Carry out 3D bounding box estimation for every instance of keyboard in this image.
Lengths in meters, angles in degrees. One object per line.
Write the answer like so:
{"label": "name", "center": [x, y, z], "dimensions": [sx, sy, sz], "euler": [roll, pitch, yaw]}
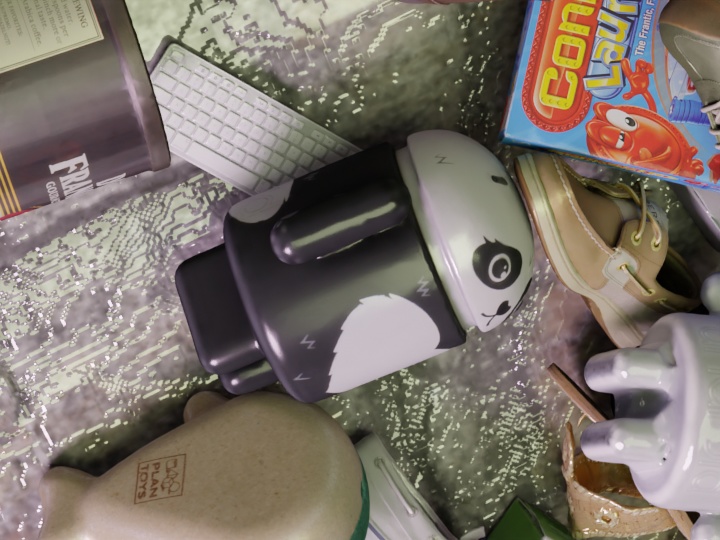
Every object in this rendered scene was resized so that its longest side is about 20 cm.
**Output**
{"label": "keyboard", "center": [-0.040, -0.062, 1.256], "dimensions": [0.199, 0.011, 0.056], "euler": [29, 100, -22]}

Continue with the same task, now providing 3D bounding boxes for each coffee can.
{"label": "coffee can", "center": [-0.215, -0.092, 1.123], "dimensions": [0.199, 0.146, 0.147], "euler": [-19, 113, -7]}

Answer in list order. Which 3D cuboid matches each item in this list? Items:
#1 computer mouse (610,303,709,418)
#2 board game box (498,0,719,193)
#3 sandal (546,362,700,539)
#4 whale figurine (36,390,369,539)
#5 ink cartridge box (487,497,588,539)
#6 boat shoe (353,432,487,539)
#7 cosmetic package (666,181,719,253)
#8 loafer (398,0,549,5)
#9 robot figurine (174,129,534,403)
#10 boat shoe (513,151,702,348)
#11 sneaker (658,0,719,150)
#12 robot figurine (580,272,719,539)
{"label": "computer mouse", "center": [0.225, 0.019, 1.353], "dimensions": [0.200, 0.034, 0.059], "euler": [-47, 123, -3]}
{"label": "board game box", "center": [0.193, -0.148, 1.208], "dimensions": [0.195, 0.056, 0.201], "euler": [12, 91, 0]}
{"label": "sandal", "center": [0.164, 0.149, 1.356], "dimensions": [0.070, 0.078, 0.212], "euler": [-44, 121, 5]}
{"label": "whale figurine", "center": [-0.090, 0.147, 1.259], "dimensions": [0.199, 0.160, 0.104], "euler": [-10, 140, 13]}
{"label": "ink cartridge box", "center": [0.089, 0.257, 1.382], "dimensions": [0.104, 0.059, 0.200], "euler": [32, 98, -23]}
{"label": "boat shoe", "center": [0.056, 0.182, 1.301], "dimensions": [0.065, 0.074, 0.200], "euler": [-45, 84, 1]}
{"label": "cosmetic package", "center": [0.274, -0.098, 1.291], "dimensions": [0.200, 0.090, 0.107], "euler": [-36, 114, 3]}
{"label": "loafer", "center": [0.107, -0.170, 1.129], "dimensions": [0.199, 0.071, 0.073], "euler": [-14, 107, -10]}
{"label": "robot figurine", "center": [0.000, 0.001, 1.218], "dimensions": [0.199, 0.150, 0.125], "euler": [-22, 106, 5]}
{"label": "boat shoe", "center": [0.146, -0.020, 1.253], "dimensions": [0.066, 0.074, 0.200], "euler": [-24, 150, 14]}
{"label": "sneaker", "center": [0.224, -0.057, 1.146], "dimensions": [0.200, 0.067, 0.090], "euler": [37, 86, -4]}
{"label": "robot figurine", "center": [0.230, 0.086, 1.255], "dimensions": [0.199, 0.113, 0.171], "euler": [5, 86, -13]}
